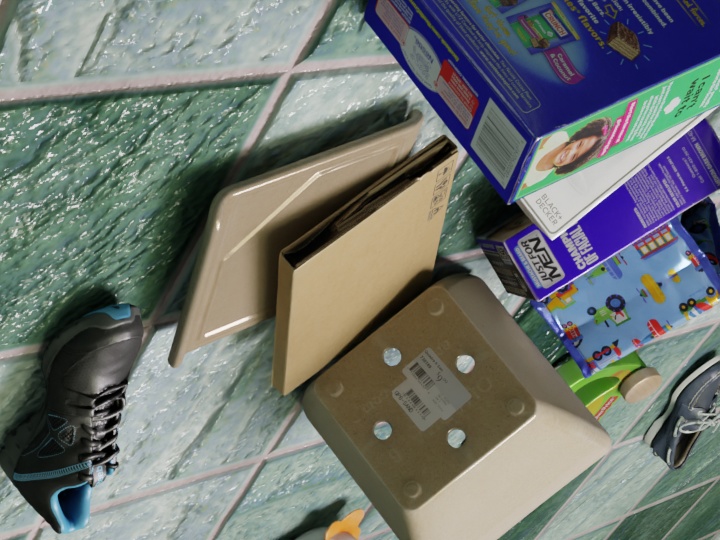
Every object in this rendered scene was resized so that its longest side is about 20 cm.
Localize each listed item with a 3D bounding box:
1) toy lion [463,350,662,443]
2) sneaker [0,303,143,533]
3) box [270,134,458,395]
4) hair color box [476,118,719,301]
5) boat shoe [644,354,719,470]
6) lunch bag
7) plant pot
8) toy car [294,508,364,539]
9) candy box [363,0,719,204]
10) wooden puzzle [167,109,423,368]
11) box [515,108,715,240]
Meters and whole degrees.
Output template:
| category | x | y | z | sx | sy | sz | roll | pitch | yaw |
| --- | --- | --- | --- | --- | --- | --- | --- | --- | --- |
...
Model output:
| category | x | y | z | sx | sy | sz | roll | pitch | yaw |
| --- | --- | --- | --- | --- | --- | --- | --- | --- | --- |
| toy lion | 0.208 | 0.162 | 1.931 | 0.192 | 0.069 | 0.200 | 0 | 136 | -43 |
| sneaker | -0.191 | 0.105 | 1.249 | 0.073 | 0.082 | 0.200 | -13 | 144 | -40 |
| box | 0.000 | 0.000 | 1.330 | 0.163 | 0.021 | 0.200 | -37 | 159 | -23 |
| hair color box | 0.205 | -0.052 | 1.473 | 0.200 | 0.065 | 0.109 | -33 | -173 | -6 |
| boat shoe | 0.429 | 0.186 | 2.258 | 0.075 | 0.062 | 0.200 | -17 | 148 | -35 |
| lunch bag | 0.248 | -0.011 | 1.591 | 0.151 | 0.094 | 0.200 | -32 | -168 | 21 |
| plant pot | 0.066 | 0.119 | 1.456 | 0.200 | 0.200 | 0.177 | -39 | 163 | 2 |
| toy car | -0.053 | 0.330 | 1.785 | 0.200 | 0.184 | 0.177 | -68 | 154 | -5 |
| candy box | 0.132 | -0.158 | 1.125 | 0.200 | 0.169 | 0.077 | -26 | 157 | -25 |
| wooden puzzle | -0.052 | -0.027 | 1.272 | 0.200 | 0.037 | 0.185 | -27 | 155 | -34 |
| box | 0.179 | -0.132 | 1.297 | 0.200 | 0.060 | 0.117 | -40 | 113 | 3 |
